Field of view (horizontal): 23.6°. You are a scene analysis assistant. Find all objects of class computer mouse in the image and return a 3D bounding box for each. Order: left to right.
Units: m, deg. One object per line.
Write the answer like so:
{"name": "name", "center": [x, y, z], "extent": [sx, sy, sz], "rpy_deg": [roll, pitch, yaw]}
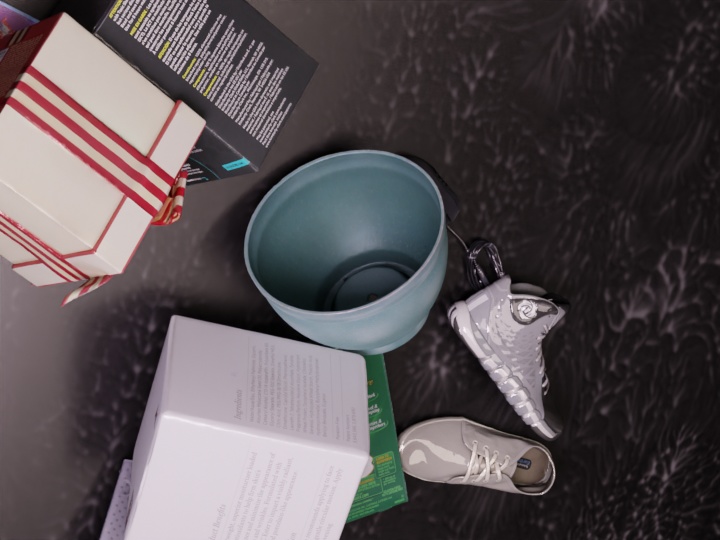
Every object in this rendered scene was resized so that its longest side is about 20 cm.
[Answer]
{"name": "computer mouse", "center": [0.097, -0.042, 1.805], "extent": [0.059, 0.034, 0.200], "rpy_deg": [-46, 116, -8]}

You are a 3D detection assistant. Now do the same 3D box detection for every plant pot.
{"name": "plant pot", "center": [0.000, 0.000, 1.702], "extent": [0.200, 0.200, 0.134], "rpy_deg": [-36, 140, -11]}

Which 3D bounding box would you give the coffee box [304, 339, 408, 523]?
{"name": "coffee box", "center": [-0.025, 0.166, 1.799], "extent": [0.123, 0.044, 0.201], "rpy_deg": [-18, 110, -18]}

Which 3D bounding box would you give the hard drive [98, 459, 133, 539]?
{"name": "hard drive", "center": [-0.160, 0.277, 1.723], "extent": [0.199, 0.042, 0.135], "rpy_deg": [17, 74, -7]}

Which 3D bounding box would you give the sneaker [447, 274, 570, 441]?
{"name": "sneaker", "center": [0.191, 0.087, 1.844], "extent": [0.115, 0.075, 0.200], "rpy_deg": [-37, 115, 5]}

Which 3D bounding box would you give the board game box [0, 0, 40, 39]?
{"name": "board game box", "center": [-0.333, -0.161, 1.584], "extent": [0.200, 0.039, 0.158], "rpy_deg": [26, 92, -26]}

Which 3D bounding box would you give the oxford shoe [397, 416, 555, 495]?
{"name": "oxford shoe", "center": [0.130, 0.205, 1.870], "extent": [0.199, 0.058, 0.075], "rpy_deg": [12, 101, -24]}

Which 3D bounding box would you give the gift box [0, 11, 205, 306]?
{"name": "gift box", "center": [-0.267, -0.082, 1.492], "extent": [0.187, 0.184, 0.200], "rpy_deg": [37, 70, -27]}

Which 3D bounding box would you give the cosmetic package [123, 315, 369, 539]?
{"name": "cosmetic package", "center": [-0.109, 0.170, 1.648], "extent": [0.199, 0.165, 0.165], "rpy_deg": [14, 121, -10]}

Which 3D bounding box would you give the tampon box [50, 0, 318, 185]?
{"name": "tampon box", "center": [-0.172, -0.191, 1.571], "extent": [0.200, 0.150, 0.127], "rpy_deg": [40, 66, -27]}
